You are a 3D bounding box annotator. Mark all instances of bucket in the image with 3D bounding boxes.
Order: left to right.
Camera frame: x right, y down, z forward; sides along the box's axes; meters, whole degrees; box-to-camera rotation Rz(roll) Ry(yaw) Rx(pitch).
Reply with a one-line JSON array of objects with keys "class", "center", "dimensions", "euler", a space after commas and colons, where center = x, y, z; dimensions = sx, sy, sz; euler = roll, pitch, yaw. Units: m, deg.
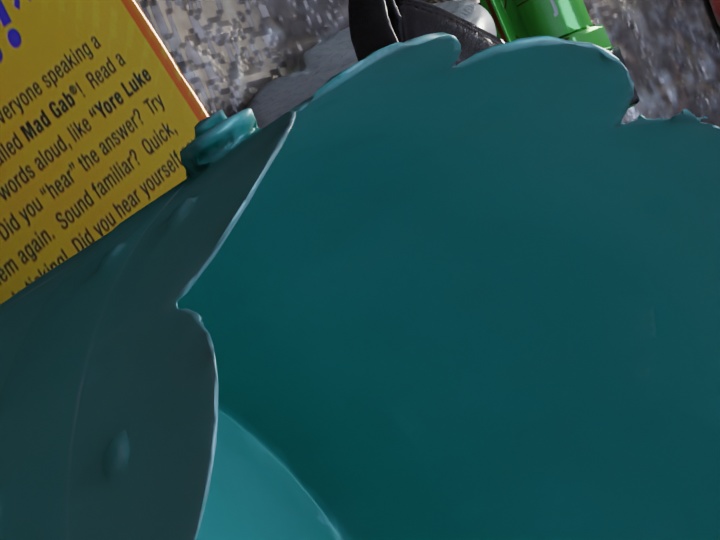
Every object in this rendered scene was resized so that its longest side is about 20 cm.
[{"class": "bucket", "center": [0.003, 0.075, 0.475], "dimensions": [0.207, 0.135, 0.208], "euler": [23, 57, -41]}]

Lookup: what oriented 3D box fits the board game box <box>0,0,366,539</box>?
[{"class": "board game box", "center": [-0.126, 0.076, 0.593], "dimensions": [0.200, 0.200, 0.200], "euler": [58, 40, -12]}]

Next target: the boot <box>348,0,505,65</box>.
[{"class": "boot", "center": [0.061, 0.024, 0.827], "dimensions": [0.200, 0.069, 0.174], "euler": [43, 38, -34]}]

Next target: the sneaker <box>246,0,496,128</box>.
[{"class": "sneaker", "center": [0.000, 0.000, 0.891], "dimensions": [0.200, 0.076, 0.105], "euler": [-53, 130, -45]}]

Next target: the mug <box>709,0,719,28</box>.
[{"class": "mug", "center": [0.264, -0.151, 1.150], "dimensions": [0.177, 0.200, 0.134], "euler": [-15, 83, -51]}]

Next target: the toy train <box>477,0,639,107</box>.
[{"class": "toy train", "center": [0.063, -0.071, 0.995], "dimensions": [0.042, 0.056, 0.200], "euler": [-23, 91, -51]}]
